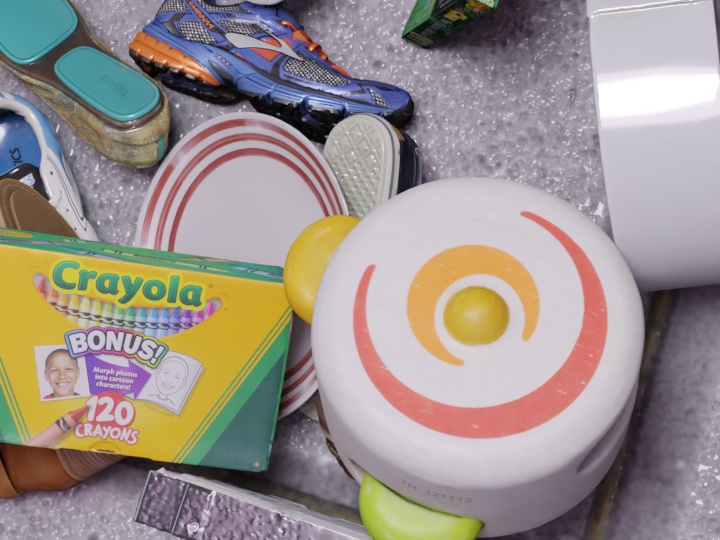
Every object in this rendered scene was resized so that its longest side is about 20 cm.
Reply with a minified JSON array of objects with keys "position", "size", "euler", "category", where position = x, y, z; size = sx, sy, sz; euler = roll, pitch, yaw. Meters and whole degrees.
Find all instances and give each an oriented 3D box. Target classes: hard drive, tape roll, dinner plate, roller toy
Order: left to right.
[{"position":[-0.072,-0.001,1.175],"size":[0.200,0.024,0.201],"euler":[2,93,41],"category":"dinner plate"},{"position":[-0.022,0.168,1.107],"size":[0.199,0.140,0.038],"euler":[16,84,16],"category":"hard drive"},{"position":[0.065,0.045,1.029],"size":[0.182,0.140,0.200],"euler":[-19,66,-5],"category":"roller toy"},{"position":[0.180,-0.090,1.070],"size":[0.071,0.202,0.203],"euler":[-6,79,13],"category":"tape roll"}]

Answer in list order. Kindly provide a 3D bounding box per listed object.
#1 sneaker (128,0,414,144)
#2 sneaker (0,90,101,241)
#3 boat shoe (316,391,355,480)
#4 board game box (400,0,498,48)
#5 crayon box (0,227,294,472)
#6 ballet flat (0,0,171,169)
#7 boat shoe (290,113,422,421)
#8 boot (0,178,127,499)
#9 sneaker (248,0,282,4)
[{"position":[-0.055,-0.141,1.203],"size":[0.200,0.075,0.079],"euler":[21,83,14],"category":"sneaker"},{"position":[-0.212,-0.028,1.220],"size":[0.072,0.072,0.200],"euler":[-29,78,6],"category":"sneaker"},{"position":[0.074,0.077,1.143],"size":[0.202,0.075,0.075],"euler":[-16,35,-3],"category":"boat shoe"},{"position":[0.072,-0.197,1.120],"size":[0.023,0.200,0.105],"euler":[22,87,-9],"category":"board game box"},{"position":[-0.146,0.046,1.101],"size":[0.199,0.058,0.119],"euler":[8,100,-12],"category":"crayon box"},{"position":[-0.197,-0.133,1.235],"size":[0.200,0.071,0.071],"euler":[40,91,29],"category":"ballet flat"},{"position":[0.000,0.000,1.170],"size":[0.074,0.062,0.201],"euler":[14,99,32],"category":"boat shoe"},{"position":[-0.237,0.054,1.184],"size":[0.154,0.074,0.201],"euler":[-20,93,27],"category":"boot"},{"position":[-0.001,-0.248,1.192],"size":[0.200,0.099,0.078],"euler":[-26,102,9],"category":"sneaker"}]
